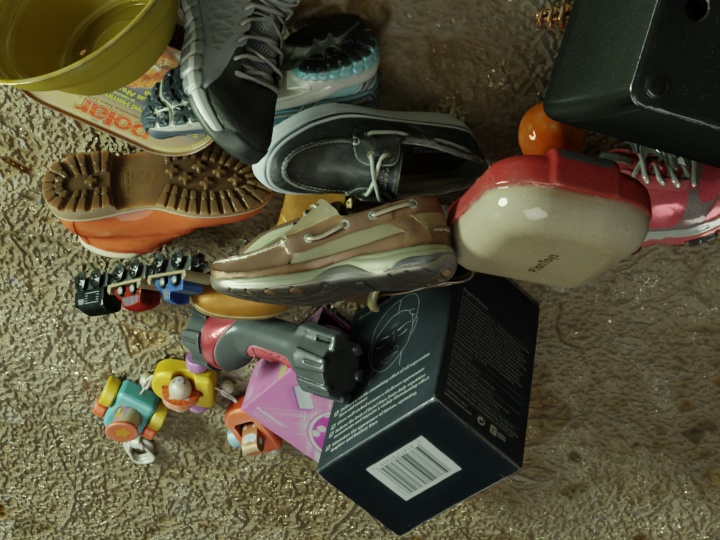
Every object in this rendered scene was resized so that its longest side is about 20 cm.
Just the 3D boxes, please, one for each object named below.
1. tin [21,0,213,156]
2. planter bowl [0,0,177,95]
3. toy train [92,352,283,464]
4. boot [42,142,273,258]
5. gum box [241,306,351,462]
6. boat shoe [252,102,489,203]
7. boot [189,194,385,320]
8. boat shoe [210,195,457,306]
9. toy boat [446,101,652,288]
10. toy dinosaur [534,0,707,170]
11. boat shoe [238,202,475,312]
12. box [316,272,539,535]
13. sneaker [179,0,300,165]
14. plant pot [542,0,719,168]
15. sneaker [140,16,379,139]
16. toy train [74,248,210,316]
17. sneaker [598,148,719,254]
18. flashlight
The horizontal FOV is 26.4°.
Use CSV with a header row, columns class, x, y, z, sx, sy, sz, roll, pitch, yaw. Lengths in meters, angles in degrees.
class,x,y,z,sx,sy,sz,roll,pitch,yaw
tin,-0.203,-0.167,1.281,0.198,0.042,0.112,24,127,-8
planter bowl,-0.202,-0.196,1.167,0.198,0.202,0.084,-11,143,22
toy train,-0.176,0.157,1.538,0.198,0.056,0.151,-13,125,23
boot,-0.169,-0.058,1.356,0.198,0.076,0.108,-2,150,7
gum box,0.001,0.138,1.472,0.199,0.066,0.113,36,130,-18
boat shoe,0.015,-0.089,1.214,0.198,0.071,0.073,-9,124,-26
boot,-0.058,-0.034,1.320,0.199,0.071,0.145,-10,139,-2
boat shoe,-0.022,-0.017,1.203,0.198,0.073,0.076,-7,166,12
toy boat,0.142,-0.066,1.178,0.129,0.132,0.200,11,164,-10
toy dinosaur,0.235,-0.165,1.164,0.198,0.102,0.137,24,118,16
boat shoe,0.000,-0.004,1.261,0.200,0.075,0.075,-13,140,-6
box,0.062,0.101,1.337,0.107,0.201,0.148,39,128,-22
sneaker,-0.075,-0.182,1.141,0.115,0.201,0.075,-35,140,26
plant pot,0.249,-0.165,1.032,0.197,0.177,0.202,16,102,0
sneaker,-0.076,-0.129,1.233,0.198,0.078,0.087,-14,136,1
toy train,-0.200,0.015,1.386,0.034,0.046,0.199,13,164,-40
sneaker,0.232,-0.064,1.243,0.199,0.074,0.087,-21,121,28
flashlight,-0.079,0.074,1.377,0.199,0.068,0.068,16,167,46
